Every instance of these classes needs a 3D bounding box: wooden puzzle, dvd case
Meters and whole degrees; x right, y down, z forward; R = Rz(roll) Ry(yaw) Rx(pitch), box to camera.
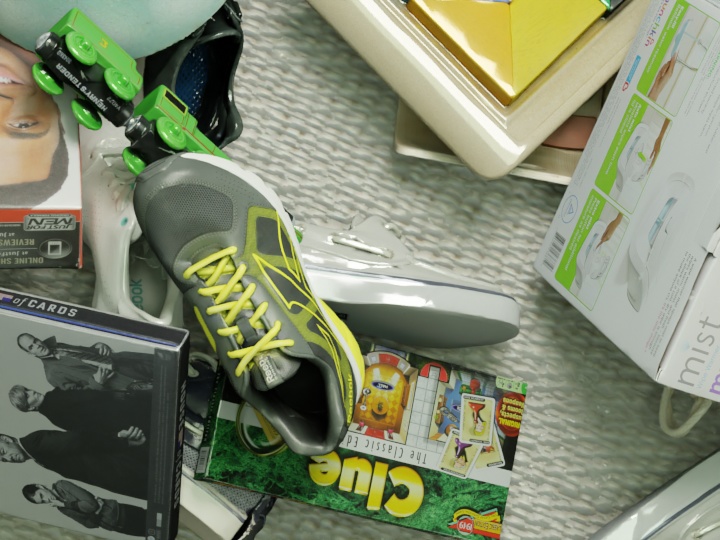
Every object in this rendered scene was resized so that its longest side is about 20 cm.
[{"bbox_3d":[0.087,-0.183,1.552,0.200,0.037,0.185,-43,86,-14],"label":"wooden puzzle"},{"bbox_3d":[-0.199,0.079,1.487,0.199,0.025,0.151,13,124,10],"label":"dvd case"}]

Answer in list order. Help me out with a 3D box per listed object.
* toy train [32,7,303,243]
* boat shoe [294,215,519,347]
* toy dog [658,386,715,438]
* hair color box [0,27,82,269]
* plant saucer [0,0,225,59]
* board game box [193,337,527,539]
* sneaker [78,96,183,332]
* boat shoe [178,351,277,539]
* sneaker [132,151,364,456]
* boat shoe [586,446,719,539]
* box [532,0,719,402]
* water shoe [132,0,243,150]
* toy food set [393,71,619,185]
[{"bbox_3d":[-0.108,-0.071,1.469,0.042,0.056,0.200,-38,111,24],"label":"toy train"},{"bbox_3d":[0.000,0.000,1.556,0.199,0.072,0.066,8,70,0],"label":"boat shoe"},{"bbox_3d":[0.265,0.021,1.560,0.096,0.132,0.201,16,79,-27],"label":"toy dog"},{"bbox_3d":[-0.214,-0.096,1.502,0.101,0.061,0.201,-1,54,-9],"label":"hair color box"},{"bbox_3d":[-0.155,-0.218,1.462,0.200,0.039,0.202,1,94,7],"label":"plant saucer"},{"bbox_3d":[0.003,0.096,1.542,0.199,0.023,0.105,15,82,-23],"label":"board game box"},{"bbox_3d":[-0.134,-0.034,1.515,0.075,0.089,0.201,-4,62,-21],"label":"sneaker"},{"bbox_3d":[-0.123,0.076,1.545,0.200,0.075,0.093,40,75,-9],"label":"boat shoe"},{"bbox_3d":[-0.056,0.020,1.434,0.074,0.085,0.200,-32,116,13],"label":"sneaker"},{"bbox_3d":[0.208,0.156,1.571,0.200,0.072,0.066,-32,84,-16],"label":"boat shoe"},{"bbox_3d":[0.207,-0.047,1.495,0.096,0.176,0.201,17,104,-27],"label":"box"},{"bbox_3d":[-0.094,-0.167,1.522,0.071,0.079,0.201,-20,124,-31],"label":"water shoe"},{"bbox_3d":[0.105,-0.156,1.590,0.143,0.060,0.201,10,84,-5],"label":"toy food set"}]
